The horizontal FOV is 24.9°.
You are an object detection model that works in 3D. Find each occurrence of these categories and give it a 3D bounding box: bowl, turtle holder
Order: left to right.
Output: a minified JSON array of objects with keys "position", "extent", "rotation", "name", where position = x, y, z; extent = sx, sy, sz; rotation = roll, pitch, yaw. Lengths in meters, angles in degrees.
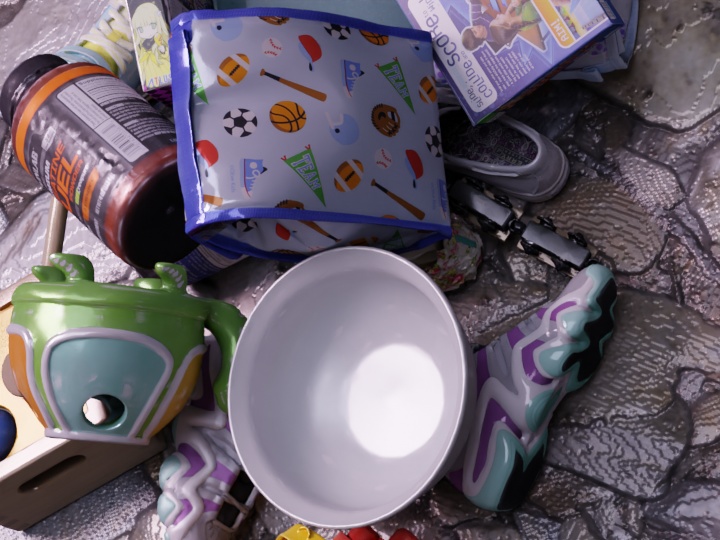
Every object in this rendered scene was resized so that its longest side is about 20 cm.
[{"position":[-0.175,0.065,1.229],"extent":[0.141,0.185,0.133],"rotation":[-6,77,51],"name":"turtle holder"},{"position":[0.009,0.089,1.180],"extent":[0.200,0.090,0.202],"rotation":[-8,75,31],"name":"bowl"}]

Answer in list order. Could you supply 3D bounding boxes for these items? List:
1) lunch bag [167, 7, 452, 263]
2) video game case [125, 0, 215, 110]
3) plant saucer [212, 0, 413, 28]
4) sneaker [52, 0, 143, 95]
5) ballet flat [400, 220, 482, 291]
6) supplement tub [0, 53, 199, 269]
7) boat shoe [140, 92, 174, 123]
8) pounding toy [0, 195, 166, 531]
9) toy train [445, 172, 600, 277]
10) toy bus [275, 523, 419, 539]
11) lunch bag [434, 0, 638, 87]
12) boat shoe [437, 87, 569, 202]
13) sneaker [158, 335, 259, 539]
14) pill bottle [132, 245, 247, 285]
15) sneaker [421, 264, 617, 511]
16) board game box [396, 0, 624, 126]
[{"position":[-0.048,-0.096,1.197],"extent":[0.124,0.199,0.171],"rotation":[-28,64,50],"name":"lunch bag"},{"position":[-0.150,-0.215,1.297],"extent":[0.036,0.200,0.182],"rotation":[-12,86,7],"name":"video game case"},{"position":[-0.027,-0.241,1.392],"extent":[0.199,0.036,0.201],"rotation":[0,78,1],"name":"plant saucer"},{"position":[-0.213,-0.192,1.410],"extent":[0.079,0.131,0.200],"rotation":[35,107,5],"name":"sneaker"},{"position":[0.000,0.000,1.303],"extent":[0.199,0.064,0.076],"rotation":[-21,65,17],"name":"ballet flat"},{"position":[-0.202,-0.093,1.278],"extent":[0.200,0.107,0.107],"rotation":[39,90,34],"name":"supplement tub"},{"position":[-0.139,-0.148,1.423],"extent":[0.201,0.060,0.072],"rotation":[-34,61,10],"name":"boat shoe"},{"position":[-0.266,0.078,1.350],"extent":[0.199,0.142,0.185],"rotation":[-30,62,12],"name":"pounding toy"},{"position":[0.100,-0.044,1.273],"extent":[0.199,0.046,0.034],"rotation":[30,80,22],"name":"toy train"},{"position":[-0.038,0.248,1.157],"extent":[0.136,0.200,0.192],"rotation":[39,82,28],"name":"toy bus"},{"position":[0.133,-0.247,1.301],"extent":[0.169,0.127,0.201],"rotation":[-1,77,26],"name":"lunch bag"},{"position":[0.072,-0.111,1.308],"extent":[0.200,0.068,0.072],"rotation":[31,86,30],"name":"boat shoe"},{"position":[-0.078,0.141,1.270],"extent":[0.139,0.078,0.201],"rotation":[-6,69,22],"name":"sneaker"},{"position":[-0.101,-0.069,1.347],"extent":[0.199,0.112,0.112],"rotation":[-26,62,14],"name":"pill bottle"},{"position":[0.096,0.065,1.226],"extent":[0.139,0.078,0.201],"rotation":[27,83,29],"name":"sneaker"},{"position":[0.090,-0.230,1.233],"extent":[0.135,0.034,0.201],"rotation":[-34,82,26],"name":"board game box"}]
